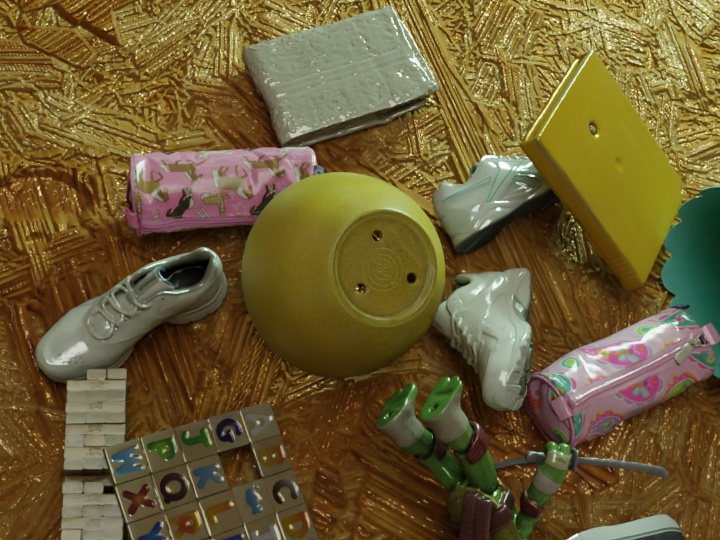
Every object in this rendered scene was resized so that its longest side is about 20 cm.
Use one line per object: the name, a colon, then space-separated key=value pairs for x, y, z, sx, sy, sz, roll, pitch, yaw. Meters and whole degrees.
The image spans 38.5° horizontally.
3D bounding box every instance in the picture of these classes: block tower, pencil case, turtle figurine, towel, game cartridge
block tower: x=-0.231 y=0.191 z=0.898 sx=0.053 sy=0.058 sz=0.202 roll=0 pitch=63 yaw=-11
pencil case: x=0.259 y=0.104 z=1.019 sx=0.198 sy=0.088 sz=0.088 roll=-21 pitch=70 yaw=-20
turtle figurine: x=0.122 y=0.164 z=0.918 sx=0.200 sy=0.144 sz=0.194 roll=-42 pitch=106 yaw=-1
towel: x=-0.022 y=-0.218 z=1.149 sx=0.198 sy=0.035 sz=0.134 roll=-19 pitch=68 yaw=-18
pencil case: x=-0.138 y=-0.079 z=1.033 sx=0.197 sy=0.087 sz=0.084 roll=-3 pitch=103 yaw=-13
game cartridge: x=0.264 y=-0.108 z=1.098 sx=0.201 sy=0.032 sz=0.177 roll=51 pitch=49 yaw=-17

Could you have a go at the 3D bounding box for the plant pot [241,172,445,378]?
plant pot: x=0.000 y=0.000 z=0.949 sx=0.197 sy=0.142 sz=0.203 roll=1 pitch=86 yaw=-17

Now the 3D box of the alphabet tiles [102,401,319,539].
alphabet tiles: x=-0.117 y=0.227 z=0.898 sx=0.166 sy=0.008 sz=0.202 roll=-12 pitch=71 yaw=-34

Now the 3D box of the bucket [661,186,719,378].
bucket: x=0.421 y=0.006 z=1.042 sx=0.133 sy=0.208 sz=0.209 roll=-8 pitch=66 yaw=-21

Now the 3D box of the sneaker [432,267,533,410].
sneaker: x=0.117 y=0.066 z=0.999 sx=0.098 sy=0.079 sz=0.201 roll=4 pitch=29 yaw=7

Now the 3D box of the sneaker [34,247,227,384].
sneaker: x=-0.214 y=0.032 z=0.960 sx=0.199 sy=0.087 sz=0.075 roll=-33 pitch=76 yaw=-22

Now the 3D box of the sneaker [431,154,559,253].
sneaker: x=0.165 y=-0.096 z=1.108 sx=0.199 sy=0.071 sz=0.081 roll=-27 pitch=69 yaw=-21

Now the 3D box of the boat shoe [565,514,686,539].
boat shoe: x=0.220 y=0.267 z=0.891 sx=0.198 sy=0.070 sz=0.066 roll=-1 pitch=39 yaw=-37
